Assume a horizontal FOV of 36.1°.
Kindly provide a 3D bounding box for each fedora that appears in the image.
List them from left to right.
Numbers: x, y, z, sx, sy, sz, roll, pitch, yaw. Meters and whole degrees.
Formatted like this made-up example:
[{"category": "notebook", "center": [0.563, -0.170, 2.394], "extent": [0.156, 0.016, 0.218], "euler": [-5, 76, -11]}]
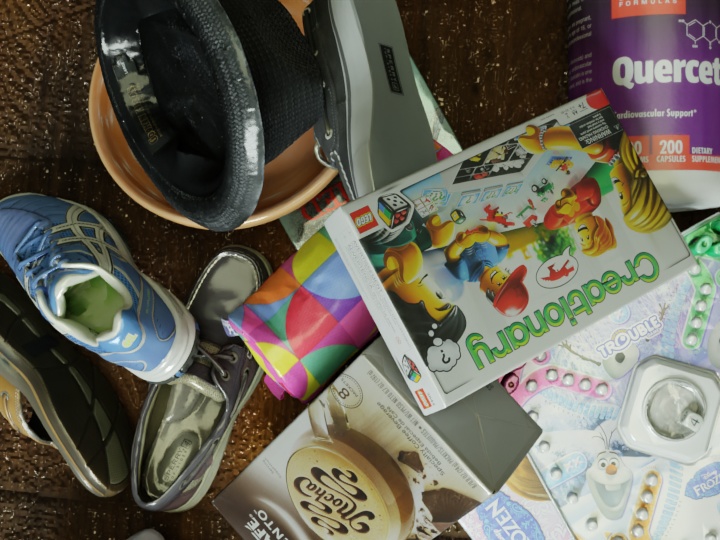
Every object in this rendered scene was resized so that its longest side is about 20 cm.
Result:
[{"category": "fedora", "center": [-0.088, -0.125, 0.698], "extent": [0.091, 0.201, 0.201], "euler": [-22, 87, -30]}]

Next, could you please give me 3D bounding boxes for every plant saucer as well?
[{"category": "plant saucer", "center": [-0.091, -0.122, 0.784], "extent": [0.200, 0.037, 0.201], "euler": [-2, 76, 7]}]

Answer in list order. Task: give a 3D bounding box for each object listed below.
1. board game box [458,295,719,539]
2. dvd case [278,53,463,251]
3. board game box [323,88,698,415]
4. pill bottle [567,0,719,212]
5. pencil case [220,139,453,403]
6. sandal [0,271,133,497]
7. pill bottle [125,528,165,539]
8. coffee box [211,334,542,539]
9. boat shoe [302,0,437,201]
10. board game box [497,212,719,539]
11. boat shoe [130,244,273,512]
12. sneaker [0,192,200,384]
[{"category": "board game box", "center": [0.127, 0.090, 0.768], "extent": [0.199, 0.041, 0.200], "euler": [-39, 88, 0]}, {"category": "dvd case", "center": [0.004, -0.069, 0.809], "extent": [0.146, 0.022, 0.200], "euler": [-28, 88, 0]}, {"category": "board game box", "center": [0.093, -0.016, 0.659], "extent": [0.200, 0.035, 0.126], "euler": [-26, 85, -24]}, {"category": "pill bottle", "center": [0.199, -0.141, 0.760], "extent": [0.112, 0.112, 0.201], "euler": [-1, 89, 1]}, {"category": "pencil case", "center": [0.000, 0.000, 0.748], "extent": [0.200, 0.088, 0.088], "euler": [-43, 88, -6]}, {"category": "sandal", "center": [-0.234, 0.081, 0.783], "extent": [0.055, 0.082, 0.200], "euler": [-44, 87, 18]}, {"category": "pill bottle", "center": [-0.133, 0.288, 0.752], "extent": [0.116, 0.116, 0.200], "euler": [-34, 88, 0]}, {"category": "coffee box", "center": [0.005, 0.129, 0.717], "extent": [0.113, 0.080, 0.200], "euler": [47, 130, 5]}, {"category": "boat shoe", "center": [-0.003, -0.099, 0.715], "extent": [0.066, 0.070, 0.200], "euler": [-25, 70, 39]}, {"category": "board game box", "center": [0.208, 0.093, 0.733], "extent": [0.200, 0.026, 0.200], "euler": [-29, 89, 0]}, {"category": "boat shoe", "center": [-0.112, 0.078, 0.784], "extent": [0.072, 0.065, 0.200], "euler": [21, 88, 3]}, {"category": "sneaker", "center": [-0.195, -0.001, 0.763], "extent": [0.200, 0.077, 0.076], "euler": [33, 90, 28]}]
